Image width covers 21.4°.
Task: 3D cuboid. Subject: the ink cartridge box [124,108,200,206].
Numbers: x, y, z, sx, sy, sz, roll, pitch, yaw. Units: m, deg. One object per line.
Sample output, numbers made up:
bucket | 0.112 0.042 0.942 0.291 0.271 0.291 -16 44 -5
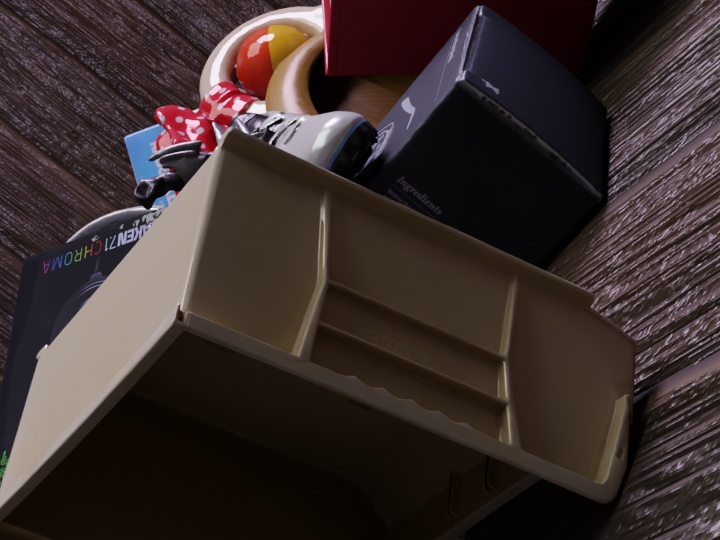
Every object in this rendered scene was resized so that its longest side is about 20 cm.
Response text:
ink cartridge box | -0.079 -0.089 1.595 0.198 0.085 0.146 -19 -17 4

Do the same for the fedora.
fedora | 0.032 -0.097 1.317 0.082 0.199 0.201 84 -153 -45

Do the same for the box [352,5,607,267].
box | 0.042 -0.031 1.097 0.200 0.104 0.148 -48 9 24

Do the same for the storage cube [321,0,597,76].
storage cube | 0.064 -0.248 1.265 0.201 0.177 0.172 94 174 -49

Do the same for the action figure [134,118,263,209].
action figure | -0.092 0.005 0.978 0.201 0.069 0.131 -57 21 34

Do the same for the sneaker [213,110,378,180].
sneaker | -0.044 -0.062 1.095 0.072 0.072 0.200 -53 10 -13

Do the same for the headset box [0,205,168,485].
headset box | -0.151 0.078 1.264 0.173 0.093 0.202 -17 55 35

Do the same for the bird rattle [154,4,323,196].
bird rattle | -0.068 -0.137 1.491 0.198 0.113 0.164 -21 43 18

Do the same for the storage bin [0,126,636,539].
storage bin | -0.022 0.065 0.772 0.200 0.197 0.094 -43 29 47

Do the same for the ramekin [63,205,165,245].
ramekin | -0.136 0.050 1.427 0.201 0.200 0.105 -50 -14 18
